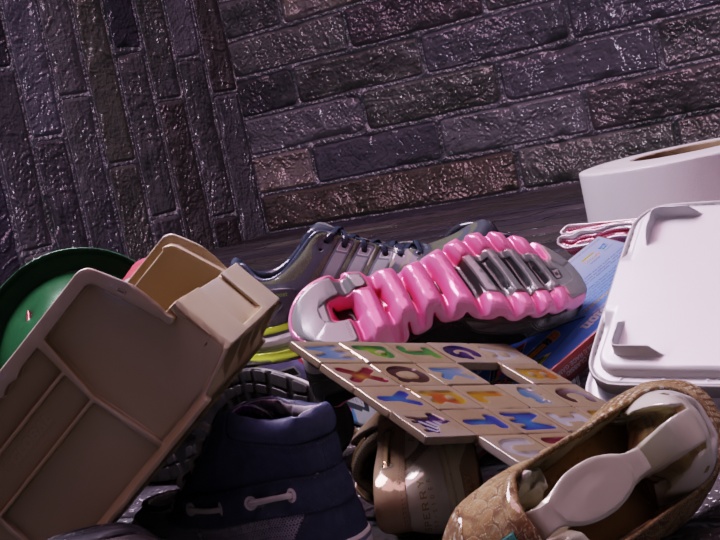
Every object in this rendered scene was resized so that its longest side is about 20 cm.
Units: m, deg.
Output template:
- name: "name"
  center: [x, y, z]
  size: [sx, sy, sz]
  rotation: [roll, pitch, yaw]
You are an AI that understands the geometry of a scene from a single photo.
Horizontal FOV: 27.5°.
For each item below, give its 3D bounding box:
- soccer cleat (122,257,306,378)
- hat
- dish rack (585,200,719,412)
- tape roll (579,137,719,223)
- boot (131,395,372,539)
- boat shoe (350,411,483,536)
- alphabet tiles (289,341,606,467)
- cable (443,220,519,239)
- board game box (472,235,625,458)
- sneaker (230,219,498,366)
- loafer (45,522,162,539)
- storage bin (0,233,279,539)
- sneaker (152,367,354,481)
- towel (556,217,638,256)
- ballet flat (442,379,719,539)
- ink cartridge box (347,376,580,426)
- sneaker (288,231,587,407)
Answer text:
- name: "soccer cleat"
  center: [-0.106, 0.068, 1.110]
  size: [0.066, 0.200, 0.077]
  rotation: [-18, 38, 42]
- name: "hat"
  center: [-0.201, 0.088, 1.050]
  size: [0.164, 0.202, 0.176]
  rotation: [3, 3, -9]
- name: "dish rack"
  center: [0.235, 0.014, 0.874]
  size: [0.199, 0.044, 0.172]
  rotation: [-2, 46, 32]
- name: "tape roll"
  center: [0.305, -0.041, 1.314]
  size: [0.201, 0.140, 0.203]
  rotation: [-12, 6, 1]
- name: "boot"
  center: [-0.068, 0.114, 0.810]
  size: [0.072, 0.091, 0.199]
  rotation: [-17, 7, -41]
- name: "boat shoe"
  center: [0.024, 0.101, 0.845]
  size: [0.064, 0.072, 0.200]
  rotation: [-12, 7, -3]
- name: "alphabet tiles"
  center: [0.080, 0.077, 0.803]
  size: [0.166, 0.008, 0.200]
  rotation: [3, 17, -37]
- name: "cable"
  center: [0.156, 0.013, 1.170]
  size: [0.163, 0.051, 0.200]
  rotation: [37, -9, -32]
- name: "board game box"
  center: [0.118, 0.048, 0.977]
  size: [0.200, 0.020, 0.103]
  rotation: [-38, 21, -14]
- name: "sneaker"
  center: [0.000, 0.000, 1.011]
  size: [0.199, 0.082, 0.074]
  rotation: [-21, 7, -5]
- name: "loafer"
  center: [-0.155, 0.161, 0.649]
  size: [0.199, 0.073, 0.072]
  rotation: [-18, 13, -40]
- name: "storage bin"
  center: [-0.146, 0.080, 0.826]
  size: [0.199, 0.094, 0.200]
  rotation: [-51, 0, 8]
- name: "sneaker"
  center: [-0.071, 0.103, 1.046]
  size: [0.199, 0.076, 0.087]
  rotation: [-8, 1, 39]
- name: "towel"
  center: [0.258, 0.005, 1.118]
  size: [0.146, 0.030, 0.200]
  rotation: [-4, -22, 38]
- name: "ballet flat"
  center: [0.122, 0.095, 0.675]
  size: [0.199, 0.071, 0.065]
  rotation: [-27, -12, -40]
- name: "ink cartridge box"
  center: [0.054, 0.061, 1.121]
  size: [0.145, 0.084, 0.200]
  rotation: [-14, 6, -20]
- name: "sneaker"
  center: [0.050, 0.040, 0.958]
  size: [0.198, 0.096, 0.079]
  rotation: [-11, 44, -11]
